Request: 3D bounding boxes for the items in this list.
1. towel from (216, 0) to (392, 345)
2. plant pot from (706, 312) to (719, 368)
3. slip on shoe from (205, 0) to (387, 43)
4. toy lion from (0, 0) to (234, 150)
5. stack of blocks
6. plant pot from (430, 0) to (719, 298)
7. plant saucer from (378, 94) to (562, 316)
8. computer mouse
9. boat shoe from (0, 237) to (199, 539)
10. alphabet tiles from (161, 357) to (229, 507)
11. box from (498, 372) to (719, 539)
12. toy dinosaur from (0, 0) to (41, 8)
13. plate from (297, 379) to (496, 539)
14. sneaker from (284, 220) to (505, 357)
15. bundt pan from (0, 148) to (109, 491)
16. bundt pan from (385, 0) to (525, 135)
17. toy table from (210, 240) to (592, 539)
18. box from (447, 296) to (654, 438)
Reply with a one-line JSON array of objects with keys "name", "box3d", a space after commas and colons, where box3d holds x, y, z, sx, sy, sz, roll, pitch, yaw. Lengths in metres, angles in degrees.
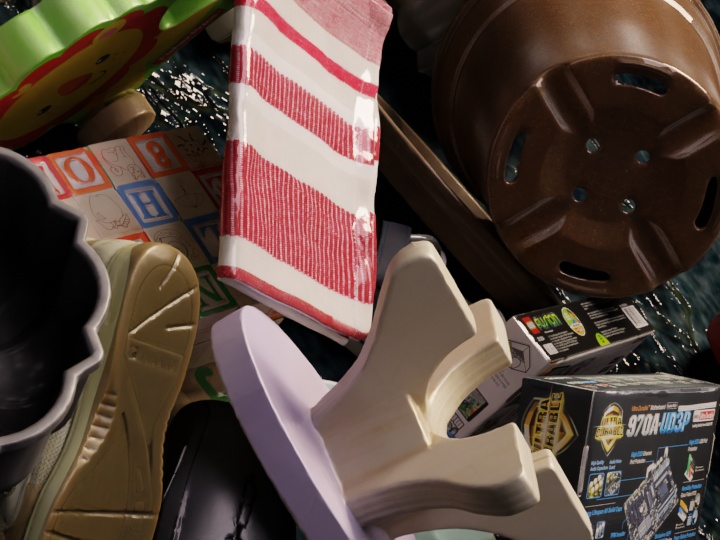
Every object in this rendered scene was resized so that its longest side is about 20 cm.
[{"name": "towel", "box3d": [-0.028, -0.074, 1.134, 0.144, 0.023, 0.202, 29, 60, -57]}, {"name": "plant pot", "box3d": [0.375, 0.082, 1.557, 0.200, 0.200, 0.184, -5, 68, -53]}, {"name": "slip on shoe", "box3d": [-0.037, -0.174, 1.437, 0.061, 0.076, 0.200, 60, 25, -4]}, {"name": "toy lion", "box3d": [-0.134, -0.126, 1.149, 0.069, 0.199, 0.192, 54, 13, 6]}, {"name": "stack of blocks", "box3d": [-0.134, 0.000, 1.106, 0.199, 0.059, 0.116, -16, 64, -48]}, {"name": "plant pot", "box3d": [0.145, -0.087, 1.344, 0.200, 0.200, 0.198, 41, 15, -12]}, {"name": "plant saucer", "box3d": [0.058, -0.039, 1.377, 0.200, 0.029, 0.200, 49, 5, -6]}, {"name": "computer mouse", "box3d": [-0.042, 0.144, 1.052, 0.140, 0.046, 0.201, 30, 38, -13]}, {"name": "boat shoe", "box3d": [-0.133, 0.082, 0.998, 0.073, 0.063, 0.202, 26, 74, -52]}, {"name": "alphabet tiles", "box3d": [-0.110, 0.061, 1.119, 0.200, 0.006, 0.166, 49, 37, 11]}, {"name": "box", "box3d": [0.141, 0.141, 1.225, 0.200, 0.046, 0.161, 2, 97, -60]}, {"name": "toy dinosaur", "box3d": [-0.197, -0.171, 1.253, 0.088, 0.048, 0.201, 26, 36, -8]}, {"name": "plate", "box3d": [0.004, 0.150, 1.180, 0.199, 0.026, 0.201, 31, 36, -26]}, {"name": "sneaker", "box3d": [0.000, 0.000, 1.285, 0.199, 0.079, 0.079, 34, 35, -20]}, {"name": "bundt pan", "box3d": [-0.210, 0.031, 0.924, 0.200, 0.076, 0.203, 7, 49, -8]}, {"name": "bundt pan", "box3d": [0.085, -0.183, 1.562, 0.202, 0.075, 0.203, 43, 31, -34]}, {"name": "toy table", "box3d": [0.025, 0.084, 1.080, 0.200, 0.116, 0.184, 56, 12, -34]}, {"name": "box", "box3d": [0.097, 0.065, 1.273, 0.035, 0.110, 0.200, 52, 21, 12]}]
